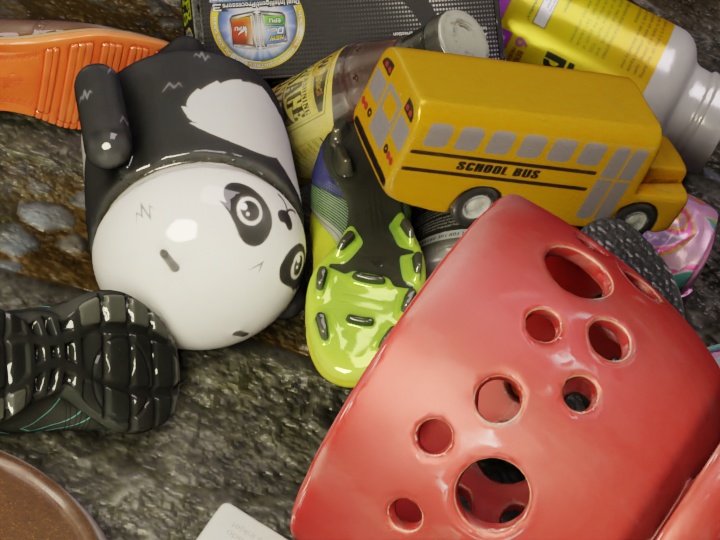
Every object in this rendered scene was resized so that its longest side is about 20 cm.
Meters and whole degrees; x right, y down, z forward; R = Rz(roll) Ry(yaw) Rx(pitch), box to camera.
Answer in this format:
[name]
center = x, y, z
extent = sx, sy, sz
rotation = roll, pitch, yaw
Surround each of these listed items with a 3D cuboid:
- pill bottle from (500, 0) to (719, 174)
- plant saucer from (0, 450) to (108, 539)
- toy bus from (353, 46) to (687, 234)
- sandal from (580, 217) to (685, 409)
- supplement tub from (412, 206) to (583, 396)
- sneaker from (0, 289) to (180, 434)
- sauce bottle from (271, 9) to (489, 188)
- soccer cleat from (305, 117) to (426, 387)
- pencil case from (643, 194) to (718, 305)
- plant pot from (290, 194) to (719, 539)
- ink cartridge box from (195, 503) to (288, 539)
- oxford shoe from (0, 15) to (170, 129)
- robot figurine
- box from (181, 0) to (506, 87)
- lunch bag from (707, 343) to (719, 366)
[pill bottle]
center = 0.166, -0.145, 1.564
extent = 0.200, 0.104, 0.104
rotation = 26, 35, 2
[plant saucer]
center = -0.198, 0.143, 1.044
extent = 0.200, 0.032, 0.200
rotation = 17, 35, -13
[toy bus]
center = 0.097, -0.071, 1.241
extent = 0.200, 0.078, 0.065
rotation = 4, 41, -28
[sandal]
center = 0.147, 0.065, 1.213
extent = 0.075, 0.048, 0.201
rotation = 2, 62, -28
[supplement tub]
center = 0.078, 0.005, 1.307
extent = 0.122, 0.123, 0.200
rotation = 24, 35, -2
[sneaker]
center = -0.173, 0.048, 1.138
extent = 0.200, 0.079, 0.076
rotation = 9, 75, -54
[sauce bottle]
center = -0.004, -0.102, 1.326
extent = 0.066, 0.200, 0.066
rotation = 21, 57, -36
[soccer cleat]
center = 0.001, 0.000, 1.234
extent = 0.065, 0.084, 0.200
rotation = 5, 43, -4
[pencil case]
center = 0.131, -0.043, 1.435
extent = 0.200, 0.088, 0.087
rotation = 26, 35, 0
[plant pot]
center = 0.091, 0.093, 1.054
extent = 0.182, 0.201, 0.200
rotation = 35, 36, 11
[ink cartridge box]
center = -0.054, 0.220, 0.980
extent = 0.145, 0.083, 0.200
rotation = 32, 37, 3
[oxford shoe]
center = -0.204, -0.134, 1.358
extent = 0.200, 0.071, 0.073
rotation = -1, 38, -32
[robot figurine]
center = -0.095, -0.047, 1.263
extent = 0.150, 0.125, 0.200
rotation = 5, 40, -14
[box]
center = -0.016, -0.200, 1.394
extent = 0.200, 0.044, 0.161
rotation = -5, 86, -14
[lunch bag]
center = 0.278, 0.102, 1.345
extent = 0.200, 0.077, 0.160
rotation = -12, 50, -41
